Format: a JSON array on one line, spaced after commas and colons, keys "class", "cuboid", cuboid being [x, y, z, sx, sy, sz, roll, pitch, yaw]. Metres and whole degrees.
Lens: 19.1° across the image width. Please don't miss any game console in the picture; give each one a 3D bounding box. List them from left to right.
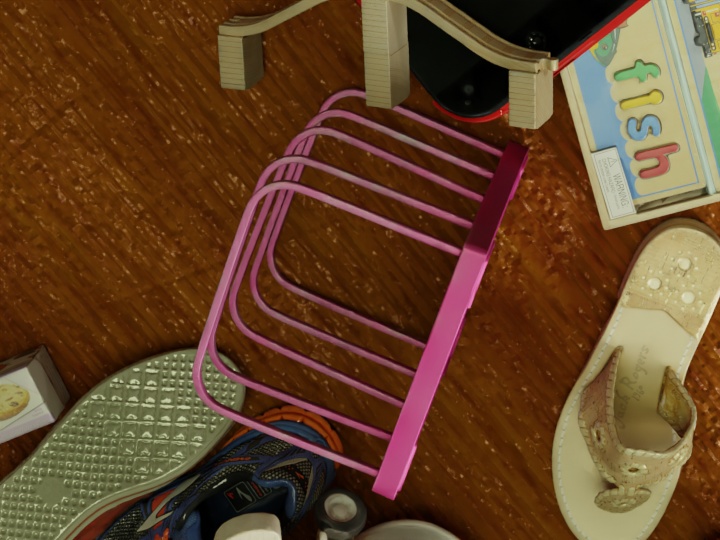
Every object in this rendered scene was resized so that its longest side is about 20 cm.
[{"class": "game console", "cuboid": [0.074, -0.192, 1.126, 0.200, 0.031, 0.177, -37, 91, 30]}]

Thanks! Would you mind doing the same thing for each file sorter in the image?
[{"class": "file sorter", "cuboid": [0.000, 0.000, 1.134, 0.124, 0.200, 0.140, 22, 110, 3]}]

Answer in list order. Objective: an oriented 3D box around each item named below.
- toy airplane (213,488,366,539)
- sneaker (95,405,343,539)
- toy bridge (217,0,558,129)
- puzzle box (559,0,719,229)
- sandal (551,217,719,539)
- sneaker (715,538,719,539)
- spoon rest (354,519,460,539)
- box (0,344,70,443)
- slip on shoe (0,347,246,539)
[{"class": "toy airplane", "cuboid": [-0.063, 0.216, 1.165, 0.199, 0.200, 0.142, -41, 55, 15]}, {"class": "sneaker", "cuboid": [-0.099, 0.156, 1.263, 0.200, 0.079, 0.075, -42, 98, 18]}, {"class": "toy bridge", "cuboid": [0.014, -0.122, 1.146, 0.198, 0.027, 0.068, 9, 116, 25]}, {"class": "puzzle box", "cuboid": [0.170, -0.132, 1.156, 0.132, 0.025, 0.202, -15, 106, 12]}, {"class": "sandal", "cuboid": [0.156, 0.078, 1.205, 0.077, 0.070, 0.214, 15, 110, 3]}, {"class": "sneaker", "cuboid": [0.266, 0.237, 1.244, 0.199, 0.076, 0.092, 33, 114, -3]}, {"class": "spoon rest", "cuboid": [-0.008, 0.227, 1.284, 0.200, 0.061, 0.099, -40, 99, 19]}, {"class": "box", "cuboid": [-0.271, 0.102, 1.290, 0.198, 0.039, 0.042, -22, 104, 14]}, {"class": "slip on shoe", "cuboid": [-0.152, 0.115, 1.271, 0.200, 0.061, 0.074, -39, 80, 5]}]
